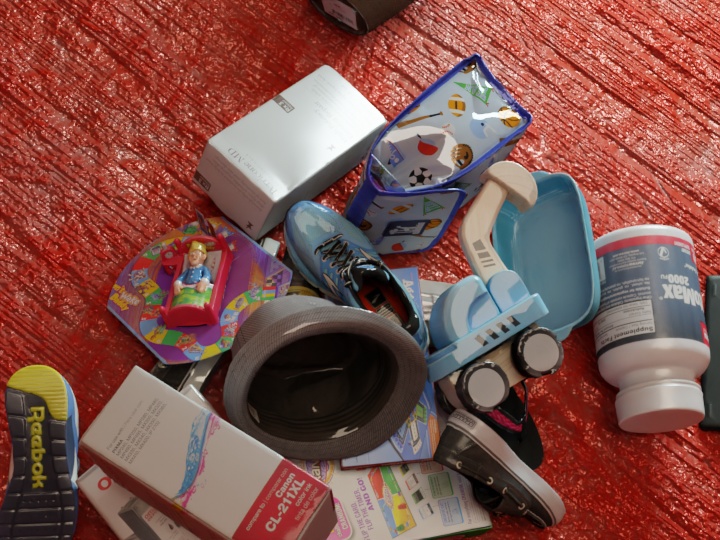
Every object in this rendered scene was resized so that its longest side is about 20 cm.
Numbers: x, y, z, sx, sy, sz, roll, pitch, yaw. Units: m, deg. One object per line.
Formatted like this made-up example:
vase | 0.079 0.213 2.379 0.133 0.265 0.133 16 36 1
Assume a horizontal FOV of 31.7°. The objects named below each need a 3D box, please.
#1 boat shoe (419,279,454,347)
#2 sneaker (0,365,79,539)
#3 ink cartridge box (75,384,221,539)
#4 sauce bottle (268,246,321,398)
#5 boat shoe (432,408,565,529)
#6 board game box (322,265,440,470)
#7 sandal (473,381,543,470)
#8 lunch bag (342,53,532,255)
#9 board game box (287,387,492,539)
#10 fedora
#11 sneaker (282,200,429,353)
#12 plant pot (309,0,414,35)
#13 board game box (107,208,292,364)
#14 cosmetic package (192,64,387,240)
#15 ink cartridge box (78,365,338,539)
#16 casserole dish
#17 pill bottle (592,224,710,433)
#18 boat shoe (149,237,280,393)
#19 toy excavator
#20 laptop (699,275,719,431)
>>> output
boat shoe | 0.071 0.048 1.346 0.198 0.072 0.069 11 79 -9
sneaker | -0.300 0.190 1.205 0.073 0.082 0.202 4 87 -5
ink cartridge box | -0.148 0.231 1.189 0.145 0.085 0.200 -40 71 -13
sauce bottle | -0.074 0.046 1.316 0.065 0.066 0.202 10 67 -7
boat shoe | 0.133 0.208 1.247 0.057 0.068 0.200 -54 129 -14
board game box | 0.020 0.097 1.282 0.102 0.019 0.202 -5 70 -3
sandal | 0.138 0.122 1.301 0.075 0.045 0.201 -34 103 -37
lunch bag | 0.067 -0.105 1.353 0.200 0.170 0.124 -37 80 -25
board game box | 0.018 0.206 1.279 0.198 0.040 0.154 -7 69 -14
fedora | -0.045 0.089 1.206 0.199 0.178 0.090 10 30 -31
sneaker | 0.000 0.000 1.258 0.078 0.090 0.200 -39 75 -15
plant pot | 0.027 -0.379 1.473 0.186 0.187 0.201 34 79 4
board game box | -0.170 0.006 1.271 0.158 0.039 0.200 -38 46 -17
cosmetic package | -0.074 -0.130 1.363 0.102 0.074 0.200 42 49 8
ink cartridge box | -0.125 0.182 1.084 0.199 0.146 0.083 30 72 12
casserole dish | 0.205 -0.011 1.380 0.039 0.121 0.202 21 56 -43
pill bottle | 0.309 0.065 1.357 0.119 0.120 0.202 2 67 -11
boat shoe | -0.149 0.041 1.300 0.063 0.071 0.201 29 66 1
toy excavator | 0.124 0.017 1.241 0.194 0.100 0.201 -30 89 -14
laptop | 0.493 0.114 1.434 0.198 0.116 0.189 0 63 20
